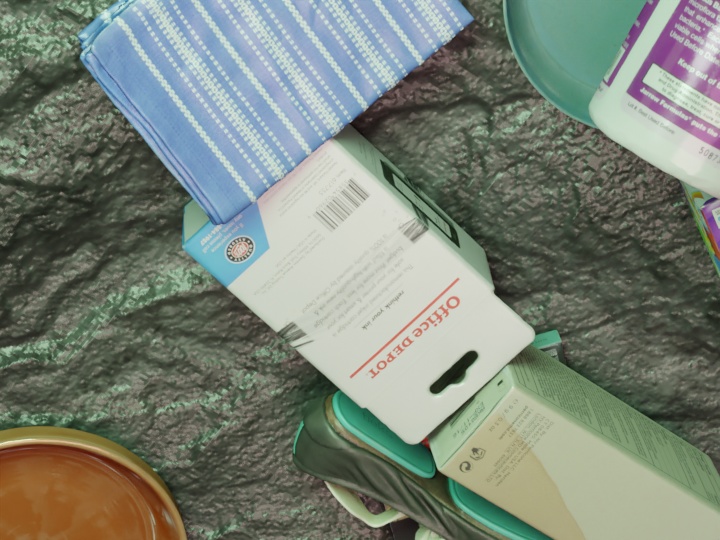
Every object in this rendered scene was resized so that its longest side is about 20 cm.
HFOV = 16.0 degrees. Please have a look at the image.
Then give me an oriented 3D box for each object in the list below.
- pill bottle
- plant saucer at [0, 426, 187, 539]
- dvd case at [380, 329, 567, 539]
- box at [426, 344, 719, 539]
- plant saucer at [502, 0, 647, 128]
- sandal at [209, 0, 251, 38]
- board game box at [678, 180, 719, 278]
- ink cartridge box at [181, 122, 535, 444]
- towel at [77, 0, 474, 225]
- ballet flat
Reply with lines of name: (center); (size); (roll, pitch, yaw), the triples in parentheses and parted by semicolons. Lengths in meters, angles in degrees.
pill bottle: (0.226, -0.149, 1.490); (0.112, 0.112, 0.200); (25, 103, -22)
plant saucer: (-0.213, 0.187, 1.680); (0.200, 0.032, 0.200); (-4, 120, -7)
dvd case: (0.085, 0.145, 1.716); (0.146, 0.022, 0.200); (-17, 119, -1)
box: (0.141, 0.124, 1.650); (0.200, 0.095, 0.078); (33, 108, -22)
plant saucer: (0.182, -0.177, 1.552); (0.200, 0.027, 0.200); (-5, 120, -8)
sandal: (-0.088, -0.168, 1.493); (0.080, 0.054, 0.200); (-7, 119, -6)
board game box: (0.280, -0.005, 1.620); (0.103, 0.105, 0.200); (-25, 119, 5)
ink cartridge box: (0.000, 0.000, 1.581); (0.116, 0.068, 0.200); (-42, 110, 14)
towel: (-0.048, -0.137, 1.475); (0.200, 0.024, 0.145); (-40, 112, -6)
ballet flat: (0.041, 0.147, 1.666); (0.200, 0.068, 0.068); (33, 118, -13)
